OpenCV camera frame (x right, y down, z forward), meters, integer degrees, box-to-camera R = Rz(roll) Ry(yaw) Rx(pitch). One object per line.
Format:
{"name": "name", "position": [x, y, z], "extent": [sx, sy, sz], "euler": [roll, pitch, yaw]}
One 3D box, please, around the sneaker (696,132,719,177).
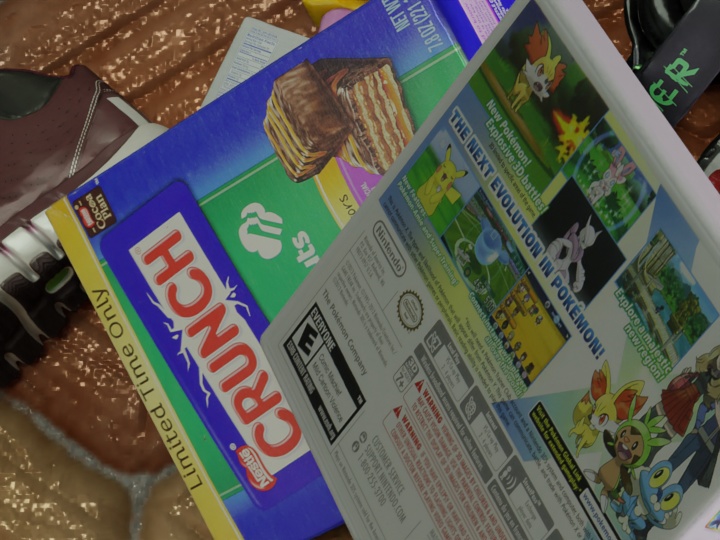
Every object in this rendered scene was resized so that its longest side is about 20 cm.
{"name": "sneaker", "position": [0.220, -0.074, 0.924], "extent": [0.200, 0.074, 0.079], "euler": [-44, 87, -2]}

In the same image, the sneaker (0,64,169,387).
{"name": "sneaker", "position": [-0.178, -0.017, 1.032], "extent": [0.200, 0.076, 0.116], "euler": [-38, 60, -9]}

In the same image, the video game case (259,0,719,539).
{"name": "video game case", "position": [0.053, 0.031, 0.765], "extent": [0.182, 0.022, 0.200], "euler": [-52, 44, 26]}

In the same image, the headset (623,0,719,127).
{"name": "headset", "position": [0.145, -0.136, 0.937], "extent": [0.094, 0.124, 0.200], "euler": [37, 55, 0]}

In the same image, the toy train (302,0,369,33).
{"name": "toy train", "position": [0.013, -0.177, 1.009], "extent": [0.200, 0.056, 0.150], "euler": [-24, 52, 7]}

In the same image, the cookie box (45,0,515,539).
{"name": "cookie box", "position": [0.000, 0.000, 0.897], "extent": [0.200, 0.075, 0.171], "euler": [-30, 87, 31]}

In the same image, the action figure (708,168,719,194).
{"name": "action figure", "position": [0.180, -0.063, 0.842], "extent": [0.065, 0.099, 0.200], "euler": [30, 91, -2]}

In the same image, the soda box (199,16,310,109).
{"name": "soda box", "position": [0.032, -0.039, 0.966], "extent": [0.200, 0.068, 0.063], "euler": [22, 82, 24]}
